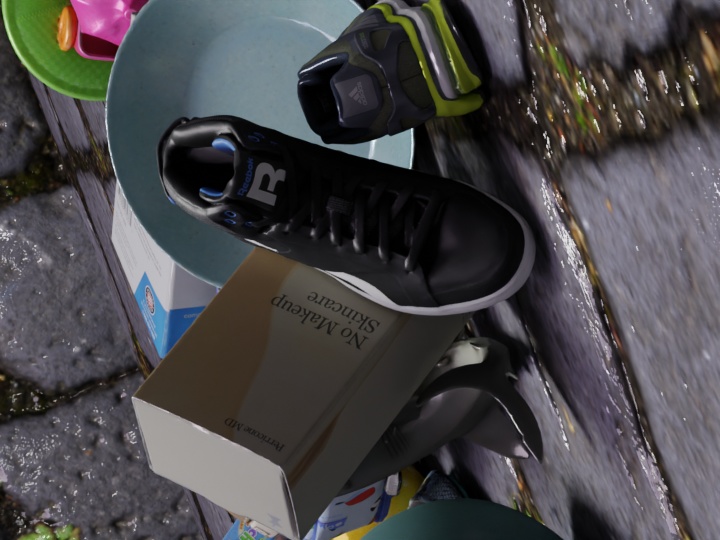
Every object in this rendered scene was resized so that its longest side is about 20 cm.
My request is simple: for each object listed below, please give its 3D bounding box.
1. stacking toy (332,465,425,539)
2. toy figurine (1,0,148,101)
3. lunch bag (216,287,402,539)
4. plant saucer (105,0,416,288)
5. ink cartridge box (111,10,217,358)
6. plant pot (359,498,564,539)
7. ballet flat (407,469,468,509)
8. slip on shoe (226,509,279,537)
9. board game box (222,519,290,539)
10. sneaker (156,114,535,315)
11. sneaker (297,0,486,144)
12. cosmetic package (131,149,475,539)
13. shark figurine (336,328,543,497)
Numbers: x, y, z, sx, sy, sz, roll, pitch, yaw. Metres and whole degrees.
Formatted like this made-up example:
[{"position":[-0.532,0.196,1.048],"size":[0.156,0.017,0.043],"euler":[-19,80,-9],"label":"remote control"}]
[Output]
[{"position":[0.013,0.178,1.822],"size":[0.146,0.146,0.201],"euler":[-128,35,-57],"label":"stacking toy"},{"position":[-0.179,-0.235,1.962],"size":[0.184,0.150,0.201],"euler":[177,97,-72],"label":"toy figurine"},{"position":[-0.032,0.072,1.701],"size":[0.160,0.075,0.200],"euler":[99,149,-57],"label":"lunch bag"},{"position":[-0.054,-0.086,1.532],"size":[0.039,0.201,0.202],"euler":[-27,-82,-65],"label":"plant saucer"},{"position":[-0.112,-0.063,1.805],"size":[0.145,0.084,0.200],"euler":[-117,28,-47],"label":"ink cartridge box"},{"position":[0.062,0.225,1.446],"size":[0.161,0.200,0.201],"euler":[-108,4,-48],"label":"plant pot"},{"position":[0.056,0.180,1.701],"size":[0.200,0.074,0.074],"euler":[-151,41,-74],"label":"ballet flat"},{"position":[-0.020,0.060,1.518],"size":[0.061,0.200,0.076],"euler":[35,-170,-7],"label":"slip on shoe"},{"position":[-0.054,0.193,1.883],"size":[0.037,0.200,0.151],"euler":[30,169,18],"label":"board game box"},{"position":[-0.018,-0.029,1.332],"size":[0.112,0.199,0.073],"euler":[20,-95,-63],"label":"sneaker"},{"position":[0.002,-0.103,1.385],"size":[0.200,0.081,0.074],"euler":[174,75,-79],"label":"sneaker"},{"position":[-0.023,0.038,1.406],"size":[0.105,0.200,0.071],"euler":[22,146,24],"label":"cosmetic package"},{"position":[0.068,0.081,1.498],"size":[0.089,0.128,0.214],"euler":[45,152,-6],"label":"shark figurine"}]
